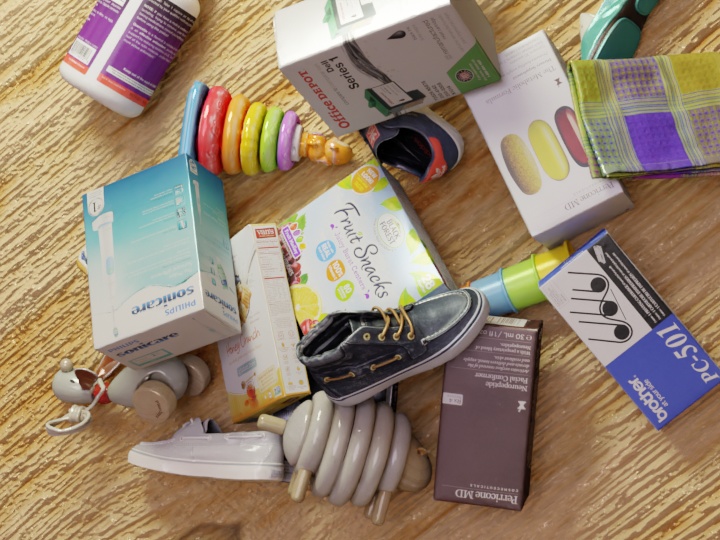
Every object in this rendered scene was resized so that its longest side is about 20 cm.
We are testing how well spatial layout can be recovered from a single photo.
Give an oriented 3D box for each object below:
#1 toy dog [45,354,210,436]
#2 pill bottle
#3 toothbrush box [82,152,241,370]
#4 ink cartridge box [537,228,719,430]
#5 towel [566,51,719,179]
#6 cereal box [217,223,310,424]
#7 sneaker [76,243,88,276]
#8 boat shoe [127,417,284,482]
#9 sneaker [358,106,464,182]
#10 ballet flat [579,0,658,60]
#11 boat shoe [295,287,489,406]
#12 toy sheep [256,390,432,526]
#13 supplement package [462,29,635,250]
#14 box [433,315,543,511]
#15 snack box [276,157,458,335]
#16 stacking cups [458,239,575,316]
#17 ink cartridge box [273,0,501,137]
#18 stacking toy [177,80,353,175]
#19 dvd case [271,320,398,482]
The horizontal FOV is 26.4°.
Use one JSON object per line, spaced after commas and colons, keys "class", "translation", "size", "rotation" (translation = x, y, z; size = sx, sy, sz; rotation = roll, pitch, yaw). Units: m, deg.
{"class": "toy dog", "translation": [-0.279, 0.116, 1.793], "size": [0.200, 0.132, 0.096], "rotation": [-8, 110, 8]}
{"class": "pill bottle", "translation": [-0.267, -0.291, 1.839], "size": [0.112, 0.112, 0.200], "rotation": [32, 93, 18]}
{"class": "toothbrush box", "translation": [-0.225, -0.009, 1.721], "size": [0.146, 0.085, 0.200], "rotation": [-21, 61, 20]}
{"class": "ink cartridge box", "translation": [0.287, 0.062, 1.628], "size": [0.094, 0.044, 0.200], "rotation": [-40, 93, 9]}
{"class": "towel", "translation": [0.321, -0.166, 1.629], "size": [0.200, 0.023, 0.144], "rotation": [-5, 71, -20]}
{"class": "cereal box", "translation": [-0.121, 0.062, 1.741], "size": [0.144, 0.039, 0.200], "rotation": [-34, 65, 56]}
{"class": "sneaker", "translation": [-0.245, 0.008, 1.815], "size": [0.200, 0.075, 0.088], "rotation": [35, 94, 17]}
{"class": "boat shoe", "translation": [-0.177, 0.203, 1.763], "size": [0.200, 0.072, 0.069], "rotation": [-1, 78, 32]}
{"class": "sneaker", "translation": [0.019, -0.169, 1.729], "size": [0.200, 0.085, 0.075], "rotation": [33, 131, 11]}
{"class": "ballet flat", "translation": [0.285, -0.286, 1.701], "size": [0.070, 0.067, 0.200], "rotation": [32, 93, 42]}
{"class": "boat shoe", "translation": [0.033, 0.065, 1.590], "size": [0.200, 0.091, 0.071], "rotation": [-32, 45, 8]}
{"class": "toy sheep", "translation": [-0.017, 0.195, 1.667], "size": [0.200, 0.138, 0.138], "rotation": [17, 88, -10]}
{"class": "supplement package", "translation": [0.203, -0.139, 1.676], "size": [0.114, 0.110, 0.200], "rotation": [-28, 76, 12]}
{"class": "box", "translation": [0.138, 0.151, 1.658], "size": [0.100, 0.075, 0.200], "rotation": [5, 98, 12]}
{"class": "snack box", "translation": [0.000, 0.000, 1.712], "size": [0.169, 0.068, 0.200], "rotation": [-34, 54, 11]}
{"class": "stacking cups", "translation": [0.146, 0.029, 1.698], "size": [0.200, 0.061, 0.061], "rotation": [-21, 78, 13]}
{"class": "ink cartridge box", "translation": [0.027, -0.236, 1.624], "size": [0.200, 0.146, 0.084], "rotation": [-19, 55, 20]}
{"class": "stacking toy", "translation": [-0.106, -0.152, 1.788], "size": [0.200, 0.116, 0.110], "rotation": [8, 84, 6]}
{"class": "dvd case", "translation": [-0.032, 0.147, 1.759], "size": [0.150, 0.025, 0.200], "rotation": [3, 85, 17]}
